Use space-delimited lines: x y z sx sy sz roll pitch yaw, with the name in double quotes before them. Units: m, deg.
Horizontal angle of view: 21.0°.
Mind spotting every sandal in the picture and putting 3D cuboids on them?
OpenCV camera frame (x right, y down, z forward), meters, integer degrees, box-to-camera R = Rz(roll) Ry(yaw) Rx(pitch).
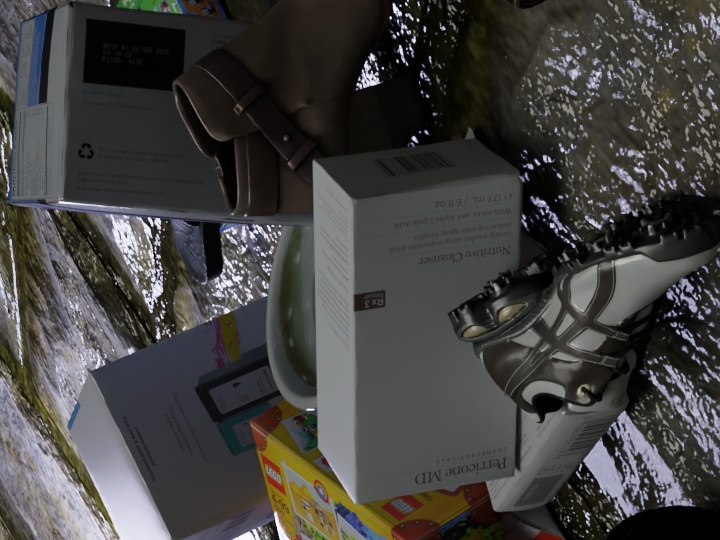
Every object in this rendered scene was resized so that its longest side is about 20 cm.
"sandal" -0.148 -0.067 1.537 0.075 0.048 0.202 41 149 45

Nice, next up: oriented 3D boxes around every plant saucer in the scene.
"plant saucer" 0.000 0.000 1.315 0.200 0.050 0.201 -42 40 49

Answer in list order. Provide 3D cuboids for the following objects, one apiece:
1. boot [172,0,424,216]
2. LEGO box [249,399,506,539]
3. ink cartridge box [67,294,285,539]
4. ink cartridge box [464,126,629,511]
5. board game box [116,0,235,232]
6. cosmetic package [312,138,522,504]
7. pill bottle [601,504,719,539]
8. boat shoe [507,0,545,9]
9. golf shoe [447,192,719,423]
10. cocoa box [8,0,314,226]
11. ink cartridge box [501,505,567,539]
"boot" -0.051 -0.136 1.231 0.201 0.145 0.070 67 161 5
"LEGO box" 0.019 0.187 1.370 0.200 0.077 0.150 30 141 49
"ink cartridge box" -0.104 0.125 1.528 0.147 0.199 0.147 62 156 12
"ink cartridge box" 0.097 0.031 1.234 0.161 0.050 0.201 114 146 -60
"board game box" -0.125 -0.142 1.523 0.201 0.036 0.151 63 156 4
"cosmetic package" 0.034 0.030 1.177 0.081 0.112 0.202 -133 37 -62
"pill bottle" 0.186 0.244 1.140 0.112 0.111 0.201 43 147 41
"boat shoe" 0.117 -0.179 0.938 0.075 0.074 0.203 53 154 14
"golf shoe" 0.138 0.024 1.061 0.200 0.078 0.095 -29 89 54
"cocoa box" -0.126 -0.102 1.322 0.131 0.199 0.135 -178 92 -65
"ink cartridge box" 0.088 0.194 1.380 0.201 0.057 0.163 63 157 18
